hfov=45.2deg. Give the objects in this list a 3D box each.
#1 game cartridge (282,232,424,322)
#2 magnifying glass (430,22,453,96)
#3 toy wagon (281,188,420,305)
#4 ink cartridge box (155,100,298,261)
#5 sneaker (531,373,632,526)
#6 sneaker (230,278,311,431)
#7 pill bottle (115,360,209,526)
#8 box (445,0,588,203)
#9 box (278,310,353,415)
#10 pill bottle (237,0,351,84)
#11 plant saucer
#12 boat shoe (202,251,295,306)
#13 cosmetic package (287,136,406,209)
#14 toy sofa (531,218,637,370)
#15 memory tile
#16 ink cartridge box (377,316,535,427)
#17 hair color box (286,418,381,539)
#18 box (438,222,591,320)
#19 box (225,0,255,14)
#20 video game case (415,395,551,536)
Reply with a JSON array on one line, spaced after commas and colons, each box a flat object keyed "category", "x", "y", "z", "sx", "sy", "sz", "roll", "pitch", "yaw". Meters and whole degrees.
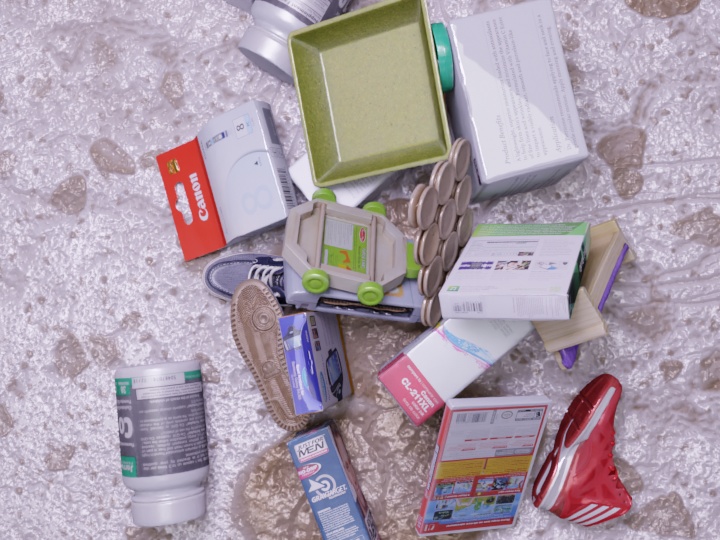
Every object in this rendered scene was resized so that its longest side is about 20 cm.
[{"category": "game cartridge", "x": 0.000, "y": 0.000, "z": 1.104, "sx": 0.198, "sy": 0.042, "sz": 0.134, "roll": 7, "pitch": 49, "yaw": -16}, {"category": "magnifying glass", "x": 0.100, "y": -0.243, "z": 1.102, "sx": 0.022, "sy": 0.200, "sz": 0.080, "roll": -10, "pitch": 74, "yaw": -1}, {"category": "toy wagon", "x": 0.003, "y": -0.024, "z": 1.074, "sx": 0.198, "sy": 0.040, "sz": 0.156, "roll": 14, "pitch": 45, "yaw": -10}, {"category": "ink cartridge box", "x": -0.190, "y": -0.116, "z": 1.159, "sx": 0.199, "sy": 0.047, "sz": 0.161, "roll": -19, "pitch": 85, "yaw": 23}, {"category": "sneaker", "x": 0.317, "y": 0.242, "z": 1.136, "sx": 0.115, "sy": 0.078, "sz": 0.201, "roll": 26, "pitch": 101, "yaw": -4}, {"category": "sneaker", "x": -0.111, "y": 0.105, "z": 1.140, "sx": 0.070, "sy": 0.108, "sz": 0.201, "roll": -19, "pitch": 92, "yaw": 7}, {"category": "pill bottle", "x": -0.259, "y": 0.224, "z": 1.138, "sx": 0.112, "sy": 0.113, "sz": 0.202, "roll": -6, "pitch": 86, "yaw": 3}, {"category": "box", "x": 0.185, "y": -0.204, "z": 1.095, "sx": 0.130, "sy": 0.200, "sz": 0.201, "roll": -13, "pitch": 87, "yaw": 1}, {"category": "box", "x": -0.056, "y": 0.112, "z": 1.094, "sx": 0.041, "sy": 0.200, "sz": 0.120, "roll": -12, "pitch": 86, "yaw": 13}, {"category": "pill bottle", "x": -0.077, "y": -0.362, "z": 1.164, "sx": 0.113, "sy": 0.113, "sz": 0.201, "roll": 30, "pitch": 90, "yaw": 5}, {"category": "plant saucer", "x": 0.017, "y": -0.220, "z": 1.077, "sx": 0.198, "sy": 0.048, "sz": 0.202, "roll": -9, "pitch": 94, "yaw": 30}, {"category": "boat shoe", "x": -0.122, "y": 0.010, "z": 1.157, "sx": 0.198, "sy": 0.093, "sz": 0.075, "roll": 1, "pitch": 87, "yaw": 4}, {"category": "cosmetic package", "x": 0.007, "y": -0.157, "z": 1.168, "sx": 0.200, "sy": 0.071, "sz": 0.102, "roll": -41, "pitch": 85, "yaw": 1}, {"category": "toy sofa", "x": 0.285, "y": 0.028, "z": 1.074, "sx": 0.082, "sy": 0.200, "sz": 0.098, "roll": -24, "pitch": 105, "yaw": 37}, {"category": "memory tile", "x": 0.099, "y": -0.043, "z": 1.027, "sx": 0.017, "sy": 0.201, "sz": 0.154, "roll": 14, "pitch": 45, "yaw": 24}, {"category": "ink cartridge box", "x": 0.123, "y": 0.099, "z": 1.110, "sx": 0.200, "sy": 0.146, "sz": 0.083, "roll": -39, "pitch": 85, "yaw": 1}, {"category": "hair color box", "x": -0.028, "y": 0.303, "z": 1.133, "sx": 0.060, "sy": 0.100, "sz": 0.201, "roll": -22, "pitch": 86, "yaw": 2}, {"category": "box", "x": 0.186, "y": -0.003, "z": 1.012, "sx": 0.143, "sy": 0.200, "sz": 0.037, "roll": 0, "pitch": 117, "yaw": 23}, {"category": "box", "x": -0.143, "y": -0.470, "z": 1.168, "sx": 0.097, "sy": 0.124, "sz": 0.201, "roll": 27, "pitch": 89, "yaw": 5}, {"category": "video game case", "x": 0.154, "y": 0.248, "z": 1.095, "sx": 0.142, "sy": 0.017, "sz": 0.201, "roll": 1, "pitch": 115, "yaw": -21}]
